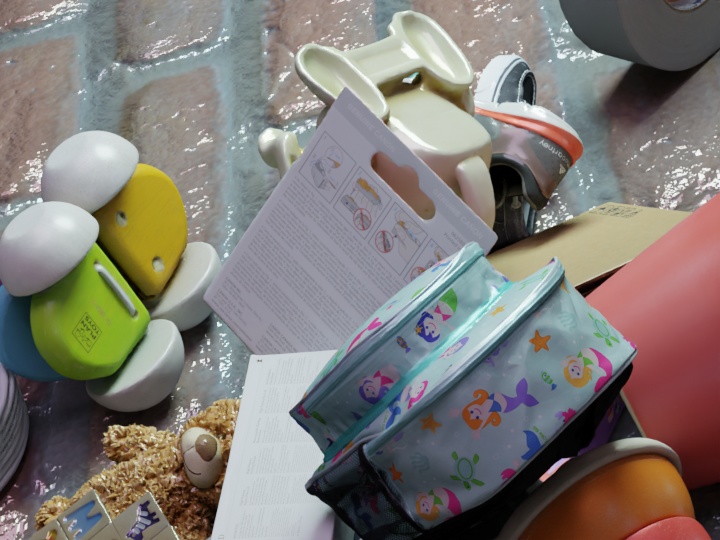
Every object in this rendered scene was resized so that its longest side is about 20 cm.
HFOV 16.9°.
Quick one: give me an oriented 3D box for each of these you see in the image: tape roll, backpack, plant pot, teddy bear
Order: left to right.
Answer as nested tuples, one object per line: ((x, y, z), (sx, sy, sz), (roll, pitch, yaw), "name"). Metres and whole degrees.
((-0.148, 0.160, 1.677), (0.199, 0.067, 0.145), (-18, 42, 29), "teddy bear")
((0.065, 0.075, 1.468), (0.177, 0.151, 0.200), (-40, 4, -30), "backpack")
((0.242, -0.264, 1.943), (0.066, 0.201, 0.200), (21, 52, 41), "tape roll")
((0.252, 0.042, 1.578), (0.177, 0.201, 0.201), (-28, 36, 8), "plant pot")

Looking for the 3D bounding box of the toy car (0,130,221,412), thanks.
((-0.213, 0.007, 1.848), (0.149, 0.175, 0.200), (-15, 34, 33), "toy car")

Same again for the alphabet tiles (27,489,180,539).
((-0.196, 0.242, 1.610), (0.200, 0.006, 0.167), (-38, 51, 3), "alphabet tiles")

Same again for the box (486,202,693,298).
((0.154, -0.006, 1.728), (0.163, 0.021, 0.200), (-23, 12, -16), "box")

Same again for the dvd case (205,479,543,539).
((0.014, 0.171, 1.577), (0.200, 0.025, 0.150), (-32, 41, -17), "dvd case")

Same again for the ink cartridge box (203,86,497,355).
((0.000, 0.000, 1.678), (0.163, 0.200, 0.057), (45, 23, 21), "ink cartridge box")

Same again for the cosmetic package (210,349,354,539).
((-0.043, 0.138, 1.577), (0.082, 0.051, 0.200), (-2, 42, 12), "cosmetic package")

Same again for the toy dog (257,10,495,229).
((0.016, -0.059, 1.766), (0.194, 0.200, 0.139), (41, 45, 15), "toy dog")

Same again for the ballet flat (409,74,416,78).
((0.018, -0.095, 1.958), (0.200, 0.070, 0.069), (-39, 41, -25), "ballet flat")

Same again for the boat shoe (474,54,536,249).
((0.123, -0.095, 1.894), (0.067, 0.072, 0.200), (-6, 42, 22), "boat shoe")

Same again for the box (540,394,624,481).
((0.099, 0.110, 1.673), (0.136, 0.039, 0.200), (4, 43, 29), "box")

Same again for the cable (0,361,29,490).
((-0.349, 0.127, 1.838), (0.199, 0.069, 0.200), (-22, 37, -3), "cable")

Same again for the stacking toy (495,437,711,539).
((0.182, 0.214, 1.463), (0.146, 0.146, 0.200), (-30, 57, -13), "stacking toy")

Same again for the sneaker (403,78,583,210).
((0.066, -0.088, 1.822), (0.199, 0.077, 0.082), (10, 66, 37), "sneaker")
